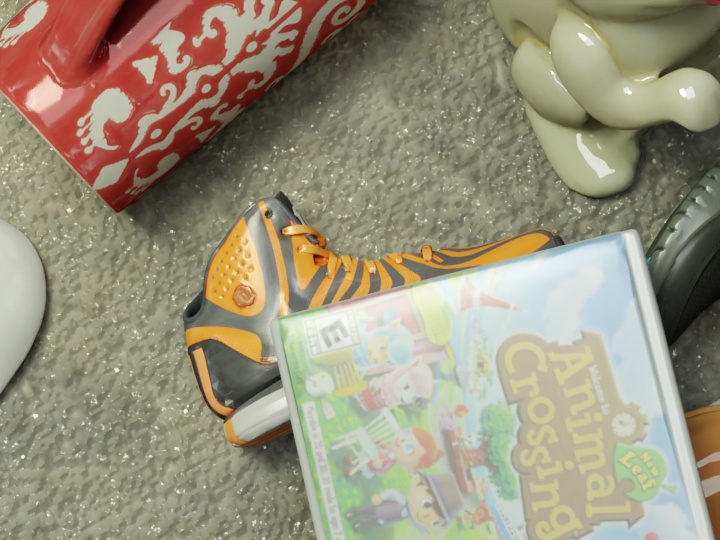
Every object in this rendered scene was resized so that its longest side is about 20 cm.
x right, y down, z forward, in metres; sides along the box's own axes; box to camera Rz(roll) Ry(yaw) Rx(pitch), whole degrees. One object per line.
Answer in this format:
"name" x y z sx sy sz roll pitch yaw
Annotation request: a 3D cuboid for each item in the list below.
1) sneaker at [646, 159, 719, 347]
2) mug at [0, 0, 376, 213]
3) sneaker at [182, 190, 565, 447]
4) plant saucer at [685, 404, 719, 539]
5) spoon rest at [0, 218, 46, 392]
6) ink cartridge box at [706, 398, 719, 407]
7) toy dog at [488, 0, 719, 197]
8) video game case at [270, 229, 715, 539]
"sneaker" 0.210 -0.028 0.868 0.082 0.073 0.200 41 83 8
"mug" -0.098 -0.147 0.862 0.200 0.178 0.133 -43 50 -2
"sneaker" 0.000 0.000 0.867 0.199 0.078 0.112 -25 79 -3
"plant saucer" 0.190 0.154 0.814 0.199 0.037 0.201 -5 65 10
"spoon rest" -0.226 0.060 0.881 0.099 0.061 0.201 11 65 3
"ink cartridge box" 0.186 0.179 0.850 0.160 0.047 0.200 -30 62 -4
"toy dog" 0.133 -0.155 0.833 0.139 0.200 0.194 -30 79 -5
"video game case" 0.065 0.099 0.799 0.181 0.022 0.201 -14 83 9
